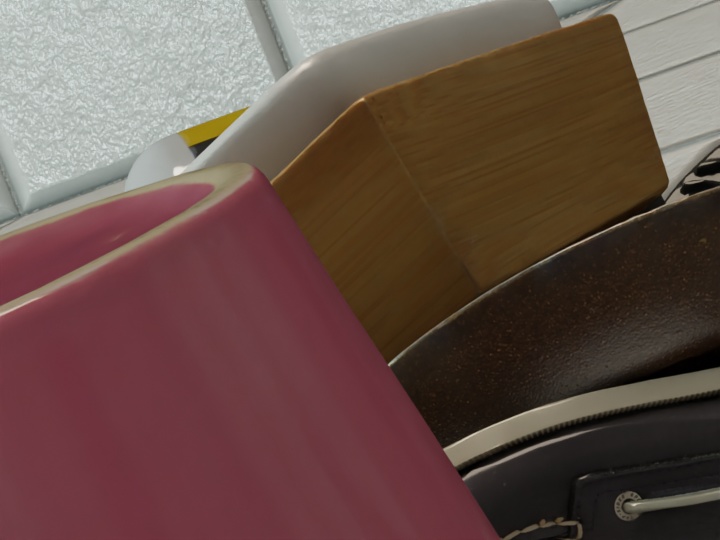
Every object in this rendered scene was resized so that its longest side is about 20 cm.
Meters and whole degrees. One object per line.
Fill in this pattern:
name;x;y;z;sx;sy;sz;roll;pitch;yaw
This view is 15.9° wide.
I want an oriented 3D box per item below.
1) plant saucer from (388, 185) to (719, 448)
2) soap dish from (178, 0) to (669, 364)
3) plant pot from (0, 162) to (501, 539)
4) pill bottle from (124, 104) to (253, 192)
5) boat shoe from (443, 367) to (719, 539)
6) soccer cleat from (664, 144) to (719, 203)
plant saucer;0.085;0.036;0.701;0.199;0.032;0.200;-18;-24;-8
soap dish;0.000;0.000;0.756;0.157;0.081;0.200;-43;-7;25
plant pot;-0.042;0.089;0.412;0.199;0.180;0.200;-21;9;3
pill bottle;-0.017;-0.008;0.935;0.199;0.113;0.112;-21;8;-10
boat shoe;0.080;0.067;0.634;0.199;0.063;0.073;-19;-34;0
soccer cleat;0.094;0.032;0.900;0.200;0.073;0.068;-39;50;-9
